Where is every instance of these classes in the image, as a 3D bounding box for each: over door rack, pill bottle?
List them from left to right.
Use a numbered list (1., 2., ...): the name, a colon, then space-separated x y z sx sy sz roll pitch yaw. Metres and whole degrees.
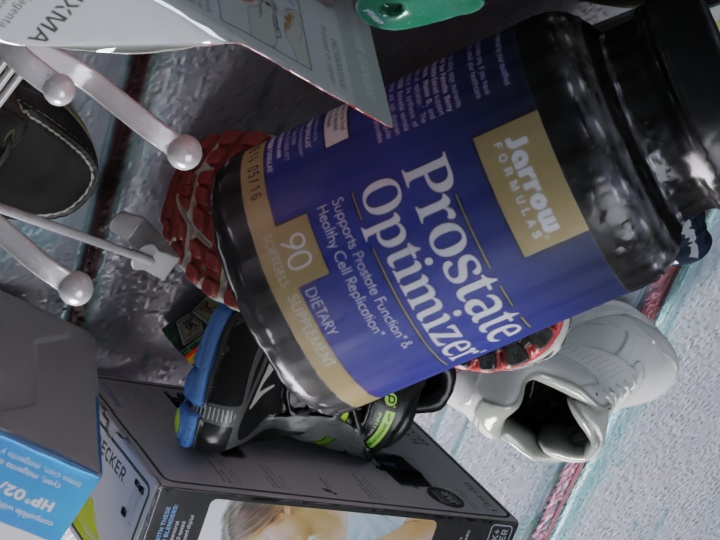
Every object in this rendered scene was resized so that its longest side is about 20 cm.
1. over door rack: -0.074 -0.060 0.761 0.148 0.067 0.200 -50 162 10
2. pill bottle: 0.053 -0.030 0.752 0.199 0.112 0.112 -24 146 14

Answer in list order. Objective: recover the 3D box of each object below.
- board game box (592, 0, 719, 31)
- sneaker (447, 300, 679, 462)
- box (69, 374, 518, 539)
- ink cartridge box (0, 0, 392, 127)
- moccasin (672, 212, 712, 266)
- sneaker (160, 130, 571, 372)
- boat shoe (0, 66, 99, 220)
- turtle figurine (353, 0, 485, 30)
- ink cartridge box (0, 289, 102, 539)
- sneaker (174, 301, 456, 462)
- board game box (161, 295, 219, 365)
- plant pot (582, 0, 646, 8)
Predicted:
1. board game box: 0.104 -0.087 0.893 0.199 0.134 0.034 -22 99 -10
2. sneaker: 0.117 0.072 1.109 0.199 0.099 0.078 1 130 -40
3. box: -0.040 0.109 0.933 0.199 0.117 0.060 11 107 -34
4. ink cartridge box: -0.087 -0.129 0.632 0.057 0.163 0.200 -36 134 26
5. moccasin: 0.089 -0.017 0.893 0.080 0.068 0.200 -29 -174 -16
6. sneaker: 0.000 0.000 0.868 0.078 0.199 0.082 -66 161 -2
7. boat shoe: -0.173 -0.053 0.763 0.072 0.066 0.201 -47 143 12
8. turtle figurine: -0.002 -0.187 0.663 0.149 0.201 0.101 12 153 -23
9. ink cartridge box: -0.193 0.120 0.879 0.068 0.115 0.200 26 112 -22
10. sneaker: -0.016 0.049 0.918 0.199 0.083 0.071 -6 120 -60
11. board game box: 0.003 -0.003 1.002 0.200 0.023 0.105 -38 142 2
12. plant pot: 0.107 -0.179 0.780 0.187 0.188 0.200 -42 158 7
